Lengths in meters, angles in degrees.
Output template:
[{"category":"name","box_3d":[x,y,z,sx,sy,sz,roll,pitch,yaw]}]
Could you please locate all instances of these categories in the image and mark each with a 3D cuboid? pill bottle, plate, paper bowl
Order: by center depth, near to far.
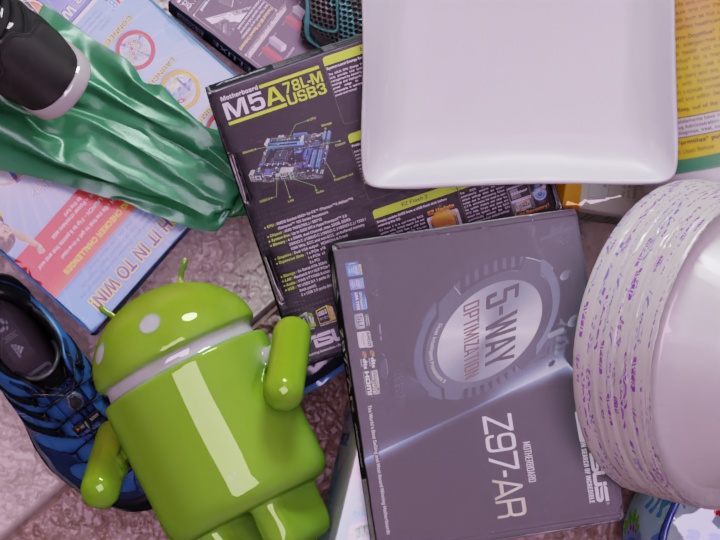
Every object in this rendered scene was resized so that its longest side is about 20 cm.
[{"category":"paper bowl","box_3d":[0.229,0.049,1.543,0.104,0.200,0.201,13,84,41]},{"category":"plate","box_3d":[0.099,-0.153,1.572,0.199,0.032,0.200,-1,96,3]},{"category":"pill bottle","box_3d":[0.217,-0.157,1.625,0.112,0.113,0.201,-13,97,-4]}]

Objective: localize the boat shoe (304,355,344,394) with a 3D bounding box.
[{"category":"boat shoe","box_3d":[0.000,0.000,1.712,0.200,0.084,0.069,-48,110,-18]}]

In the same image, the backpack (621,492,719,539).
[{"category":"backpack","box_3d":[0.290,0.191,1.671,0.200,0.147,0.183,43,85,-8]}]

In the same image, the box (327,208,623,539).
[{"category":"box","box_3d":[0.072,0.072,1.583,0.160,0.044,0.201,-7,85,-5]}]

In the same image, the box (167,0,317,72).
[{"category":"box","box_3d":[-0.012,-0.214,1.734,0.158,0.050,0.200,36,85,-1]}]

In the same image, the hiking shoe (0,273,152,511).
[{"category":"hiking shoe","box_3d":[-0.205,0.087,1.685,0.074,0.087,0.200,-43,90,-5]}]

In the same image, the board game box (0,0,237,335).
[{"category":"board game box","box_3d":[-0.190,-0.093,1.713,0.196,0.056,0.200,42,85,-1]}]

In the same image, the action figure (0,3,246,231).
[{"category":"action figure","box_3d":[-0.146,-0.081,1.659,0.199,0.055,0.118,25,84,2]}]

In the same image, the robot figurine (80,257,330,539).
[{"category":"robot figurine","box_3d":[-0.098,0.096,1.613,0.175,0.116,0.201,-29,84,25]}]

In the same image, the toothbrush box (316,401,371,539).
[{"category":"toothbrush box","box_3d":[0.014,0.190,1.665,0.085,0.146,0.201,12,85,-4]}]

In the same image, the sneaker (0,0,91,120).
[{"category":"sneaker","box_3d":[-0.257,-0.165,1.614,0.071,0.200,0.099,-54,130,-6]}]

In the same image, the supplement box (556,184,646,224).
[{"category":"supplement box","box_3d":[0.240,-0.088,1.730,0.199,0.074,0.127,8,86,-1]}]

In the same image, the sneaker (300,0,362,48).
[{"category":"sneaker","box_3d":[0.006,-0.164,1.681,0.091,0.078,0.201,-23,99,21]}]

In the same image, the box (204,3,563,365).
[{"category":"box","box_3d":[0.022,-0.059,1.627,0.199,0.048,0.194,-19,98,-2]}]
